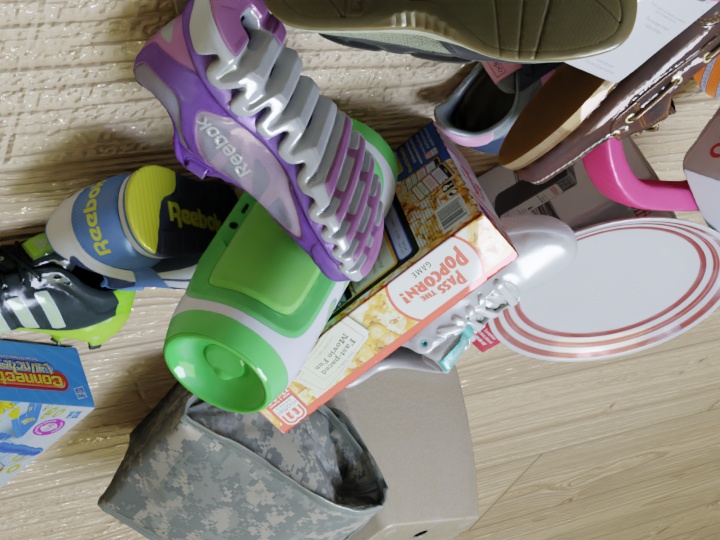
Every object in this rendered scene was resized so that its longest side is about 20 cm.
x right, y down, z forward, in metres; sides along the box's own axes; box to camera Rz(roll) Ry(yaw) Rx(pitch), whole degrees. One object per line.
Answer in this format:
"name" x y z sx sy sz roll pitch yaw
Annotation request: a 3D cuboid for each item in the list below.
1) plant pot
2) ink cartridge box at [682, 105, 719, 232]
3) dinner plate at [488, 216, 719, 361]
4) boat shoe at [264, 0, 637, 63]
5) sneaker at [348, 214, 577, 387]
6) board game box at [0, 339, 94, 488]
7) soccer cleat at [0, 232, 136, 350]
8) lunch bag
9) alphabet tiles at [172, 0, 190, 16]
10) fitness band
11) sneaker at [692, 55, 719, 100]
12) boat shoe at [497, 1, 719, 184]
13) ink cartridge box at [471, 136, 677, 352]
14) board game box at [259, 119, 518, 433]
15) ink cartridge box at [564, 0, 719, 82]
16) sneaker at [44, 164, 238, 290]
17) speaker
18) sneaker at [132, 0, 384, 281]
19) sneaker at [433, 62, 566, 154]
"plant pot" -0.003 0.195 1.285 0.200 0.177 0.200 5 141 -47
"ink cartridge box" 0.353 -0.076 0.942 0.146 0.200 0.084 -51 136 -14
"dinner plate" 0.197 0.012 1.062 0.200 0.024 0.200 -5 145 -3
"boat shoe" 0.049 -0.150 0.735 0.200 0.072 0.066 5 -177 8
"sneaker" 0.068 0.031 0.970 0.200 0.089 0.075 -23 135 13
"board game box" -0.338 0.124 0.999 0.200 0.056 0.196 -39 151 27
"soccer cleat" -0.235 0.010 0.880 0.200 0.068 0.081 1 127 -44
"lunch bag" -0.092 0.179 1.155 0.200 0.118 0.164 34 128 -11
"alphabet tiles" -0.052 -0.202 0.687 0.200 0.015 0.196 -20 154 -8
"fitness band" 0.236 -0.114 0.980 0.200 0.037 0.144 -1 105 -42
"sneaker" 0.292 -0.216 0.908 0.112 0.078 0.200 -30 150 -41
"boat shoe" 0.173 -0.119 0.832 0.070 0.070 0.200 34 121 -21
"ink cartridge box" 0.150 -0.031 1.102 0.200 0.084 0.144 -29 153 11
"board game box" 0.000 0.000 0.932 0.200 0.152 0.046 -37 119 12
"ink cartridge box" 0.177 -0.214 0.745 0.200 0.117 0.067 -40 152 27
"sneaker" -0.132 -0.022 0.893 0.082 0.074 0.200 -14 164 18
"speaker" -0.047 -0.008 0.853 0.200 0.088 0.088 -61 177 -36
"sneaker" -0.059 -0.073 0.777 0.088 0.081 0.200 -18 121 28
"sneaker" 0.127 -0.145 0.884 0.082 0.070 0.200 -3 145 -41
